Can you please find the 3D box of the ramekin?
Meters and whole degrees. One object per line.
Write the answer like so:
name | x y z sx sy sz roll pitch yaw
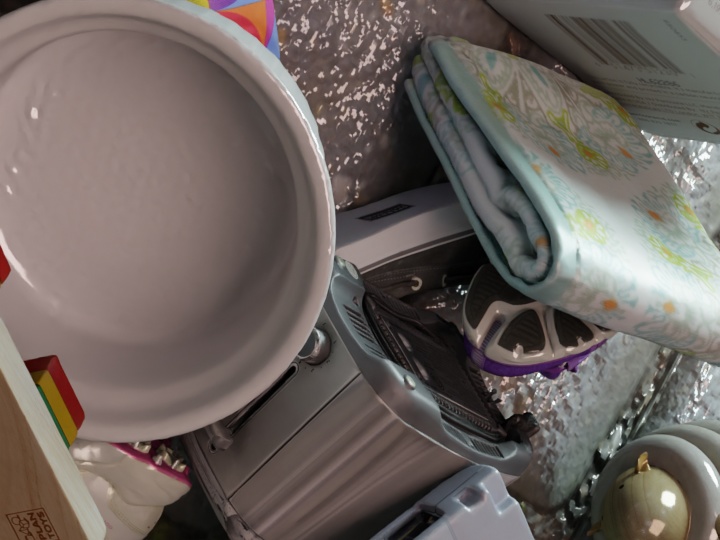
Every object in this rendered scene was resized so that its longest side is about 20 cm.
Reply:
ramekin | -0.107 -0.032 0.870 0.198 0.098 0.203 1 105 4

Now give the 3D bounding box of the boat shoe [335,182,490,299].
boat shoe | 0.000 0.000 1.026 0.199 0.068 0.057 -17 110 -34

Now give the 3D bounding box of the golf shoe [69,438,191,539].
golf shoe | -0.178 0.088 0.914 0.199 0.075 0.092 31 99 -28

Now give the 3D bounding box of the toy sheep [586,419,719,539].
toy sheep | 0.218 0.158 1.176 0.199 0.137 0.139 16 90 -47

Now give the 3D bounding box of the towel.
towel | 0.121 -0.041 1.037 0.170 0.201 0.048 16 126 -37

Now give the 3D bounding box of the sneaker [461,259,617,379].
sneaker | 0.113 0.032 1.072 0.200 0.080 0.084 -21 139 -60

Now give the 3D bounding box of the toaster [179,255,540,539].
toaster | -0.002 0.085 0.984 0.129 0.114 0.200 -39 148 14

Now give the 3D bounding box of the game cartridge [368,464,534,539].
game cartridge | 0.015 0.203 0.910 0.199 0.041 0.134 -34 110 -26

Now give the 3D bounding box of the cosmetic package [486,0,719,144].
cosmetic package | 0.212 -0.194 1.075 0.166 0.167 0.201 32 81 -35

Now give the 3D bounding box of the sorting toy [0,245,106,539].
sorting toy | -0.227 0.042 0.811 0.070 0.197 0.201 -72 144 -57

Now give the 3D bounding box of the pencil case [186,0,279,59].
pencil case | -0.077 -0.128 0.935 0.088 0.088 0.202 -14 109 -33
